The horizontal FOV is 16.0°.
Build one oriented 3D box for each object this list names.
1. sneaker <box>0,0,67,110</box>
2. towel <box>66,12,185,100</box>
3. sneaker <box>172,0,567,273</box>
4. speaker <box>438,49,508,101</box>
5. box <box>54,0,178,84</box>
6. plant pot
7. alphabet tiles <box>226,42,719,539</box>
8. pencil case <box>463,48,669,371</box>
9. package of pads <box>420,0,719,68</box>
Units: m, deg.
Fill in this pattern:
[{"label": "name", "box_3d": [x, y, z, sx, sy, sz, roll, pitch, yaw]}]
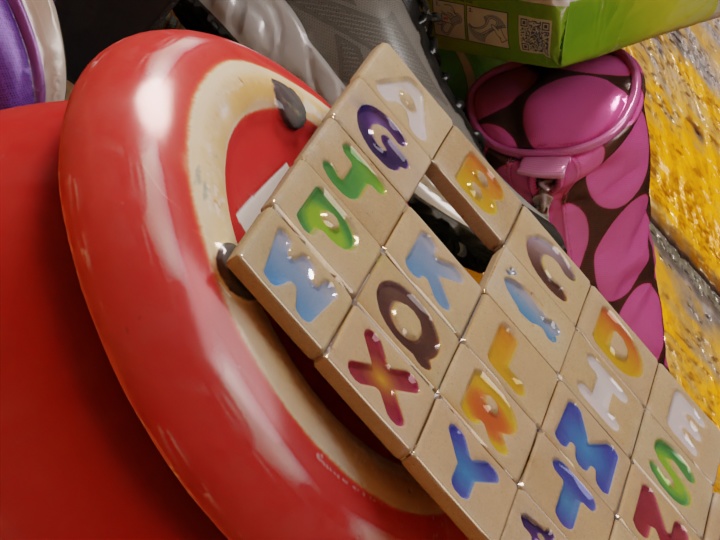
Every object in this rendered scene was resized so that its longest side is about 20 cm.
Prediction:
[{"label": "sneaker", "box_3d": [-0.180, -0.106, 0.826, 0.200, 0.081, 0.083, 46, 46, -6]}, {"label": "towel", "box_3d": [-0.098, -0.054, 0.970, 0.147, 0.022, 0.200, 47, 29, -30]}, {"label": "sneaker", "box_3d": [0.011, -0.075, 1.012, 0.200, 0.079, 0.074, 45, -8, 8]}, {"label": "speaker", "box_3d": [0.056, -0.059, 1.194, 0.200, 0.088, 0.089, 14, 52, -58]}, {"label": "box", "box_3d": [-0.077, -0.183, 0.903, 0.122, 0.200, 0.106, 35, 33, -14]}, {"label": "plant pot", "box_3d": [-0.073, 0.041, 0.737, 0.200, 0.182, 0.201, 46, 27, -32]}, {"label": "alphabet tiles", "box_3d": [0.051, 0.038, 0.721, 0.200, 0.008, 0.167, 48, 25, -9]}, {"label": "pencil case", "box_3d": [0.091, 0.003, 1.120, 0.094, 0.090, 0.200, -91, 170, -51]}, {"label": "package of pads", "box_3d": [0.075, -0.144, 1.118, 0.200, 0.154, 0.068, -20, 118, -52]}]
